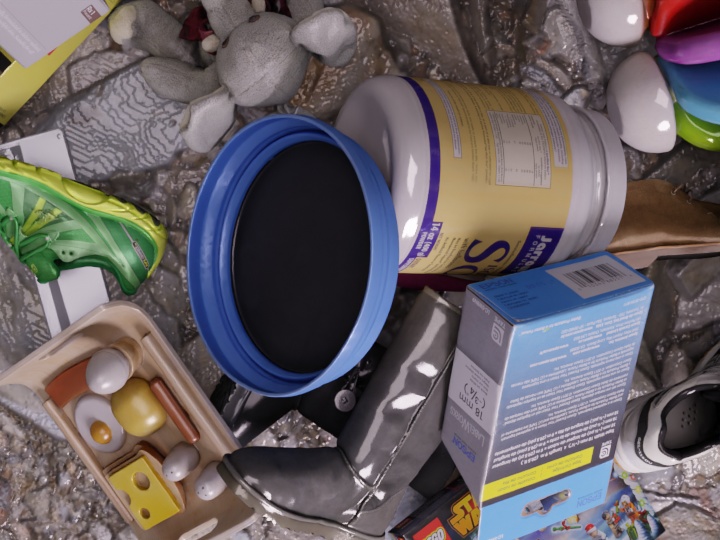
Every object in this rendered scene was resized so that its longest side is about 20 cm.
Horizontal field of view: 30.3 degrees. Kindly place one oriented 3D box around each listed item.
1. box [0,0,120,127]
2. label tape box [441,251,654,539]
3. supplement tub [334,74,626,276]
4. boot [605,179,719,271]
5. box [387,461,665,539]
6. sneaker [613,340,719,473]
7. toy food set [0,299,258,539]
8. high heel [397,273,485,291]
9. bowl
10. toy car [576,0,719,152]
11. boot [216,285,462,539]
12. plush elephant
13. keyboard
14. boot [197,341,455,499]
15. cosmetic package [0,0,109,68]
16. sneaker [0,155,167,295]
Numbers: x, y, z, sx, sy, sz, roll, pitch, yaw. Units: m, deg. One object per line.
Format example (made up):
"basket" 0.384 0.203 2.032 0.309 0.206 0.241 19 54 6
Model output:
"box" -0.249 -0.207 1.036 0.200 0.050 0.075 -46 71 -1
"label tape box" 0.136 0.098 1.013 0.143 0.063 0.203 -12 123 -33
"supplement tub" 0.088 -0.069 1.017 0.197 0.145 0.148 2 93 -25
"boot" 0.270 -0.044 1.095 0.197 0.074 0.077 -8 84 -2
"box" 0.138 0.212 1.081 0.199 0.040 0.138 -34 96 -19
"sneaker" 0.297 0.108 1.080 0.198 0.088 0.076 -30 93 -19
"toy food set" -0.182 0.135 1.031 0.143 0.060 0.201 -31 96 31
"high heel" 0.000 0.000 1.089 0.197 0.068 0.097 19 125 -12
"bowl" -0.050 -0.011 0.966 0.039 0.199 0.204 4 93 -46
"toy car" 0.276 -0.194 1.044 0.173 0.150 0.203 -17 94 -4
"boot" 0.007 0.103 0.997 0.181 0.073 0.201 25 104 -43
"plush elephant" -0.089 -0.176 1.009 0.164 0.155 0.201 -36 95 -2
"keyboard" -0.241 -0.011 1.079 0.055 0.011 0.203 -16 94 -9
"boot" -0.019 0.130 1.083 0.198 0.066 0.166 28 103 -16
"cosmetic package" -0.276 -0.262 0.976 0.089 0.107 0.202 -31 68 2
"sneaker" -0.251 -0.035 1.034 0.197 0.074 0.085 20 84 -10
